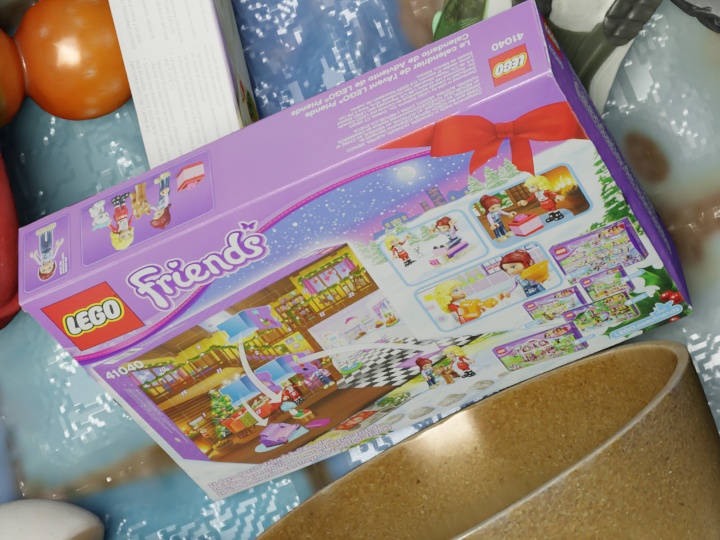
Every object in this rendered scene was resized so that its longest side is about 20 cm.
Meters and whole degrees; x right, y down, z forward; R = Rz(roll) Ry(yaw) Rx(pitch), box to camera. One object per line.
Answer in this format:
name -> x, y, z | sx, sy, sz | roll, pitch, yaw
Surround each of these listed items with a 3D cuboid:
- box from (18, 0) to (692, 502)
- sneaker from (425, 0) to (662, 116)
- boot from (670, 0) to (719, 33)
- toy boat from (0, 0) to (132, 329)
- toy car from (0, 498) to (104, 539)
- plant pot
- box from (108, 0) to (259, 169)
box -> 0.000, 0.000, 0.723 | 0.200, 0.137, 0.039 | -22, 46, 15
sneaker -> 0.052, -0.077, 0.763 | 0.077, 0.089, 0.200 | 17, 113, -25
boot -> 0.219, -0.155, 0.723 | 0.165, 0.066, 0.200 | 23, 95, 4
toy boat -> -0.146, -0.077, 0.784 | 0.131, 0.131, 0.200 | -14, 85, -20
toy car -> -0.114, 0.191, 0.735 | 0.175, 0.150, 0.200 | 35, 95, 11
plant pot -> 0.072, 0.155, 0.700 | 0.186, 0.186, 0.200 | -27, 96, 9
box -> -0.065, -0.078, 0.770 | 0.041, 0.039, 0.200 | -12, 100, 10
